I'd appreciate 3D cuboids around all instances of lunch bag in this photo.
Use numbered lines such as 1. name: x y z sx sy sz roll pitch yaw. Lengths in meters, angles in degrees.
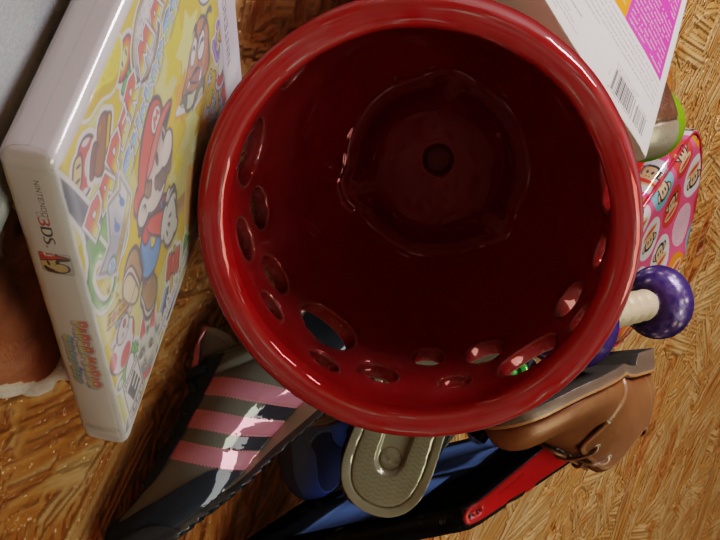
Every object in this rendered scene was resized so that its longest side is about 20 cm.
1. lunch bag: 0.252 -0.047 1.257 0.200 0.082 0.177 -48 148 -34

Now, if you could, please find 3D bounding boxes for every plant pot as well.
1. plant pot: 0.033 -0.040 0.669 0.183 0.199 0.202 -69 175 -76

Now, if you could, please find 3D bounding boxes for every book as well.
1. book: 0.149 -0.175 0.811 0.134 0.048 0.201 50 42 -25

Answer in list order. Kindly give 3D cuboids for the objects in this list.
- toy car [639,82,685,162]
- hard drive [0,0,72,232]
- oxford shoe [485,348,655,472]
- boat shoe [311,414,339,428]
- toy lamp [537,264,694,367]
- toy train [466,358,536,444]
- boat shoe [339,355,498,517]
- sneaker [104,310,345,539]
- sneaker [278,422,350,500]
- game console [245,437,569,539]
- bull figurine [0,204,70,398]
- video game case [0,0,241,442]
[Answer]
1. toy car: 0.125 -0.161 0.913 0.164 0.157 0.201 -18 97 -62
2. hard drive: -0.127 -0.131 0.442 0.140 0.033 0.201 68 30 -54
3. oxford shoe: 0.137 0.092 0.824 0.200 0.071 0.072 -5 88 -55
4. boat shoe: 0.000 0.000 0.820 0.201 0.075 0.072 -66 152 -7
5. toy lamp: 0.154 0.028 0.837 0.200 0.058 0.059 -3 113 -58
6. toy train: 0.118 0.024 0.895 0.201 0.056 0.042 -56 153 -7
7. boat shoe: 0.046 0.055 0.819 0.201 0.072 0.068 -61 175 -8
8. sneaker: -0.080 0.079 0.752 0.200 0.082 0.070 -43 180 -10
9. sneaker: 0.010 0.063 0.876 0.074 0.082 0.201 17 95 -66
10. game console: 0.031 0.148 0.886 0.177 0.199 0.031 -16 86 -55
11. bull figurine: -0.160 -0.002 0.520 0.200 0.065 0.122 -2 108 -65
12. video game case: -0.086 -0.060 0.549 0.182 0.023 0.201 91 11 -54
